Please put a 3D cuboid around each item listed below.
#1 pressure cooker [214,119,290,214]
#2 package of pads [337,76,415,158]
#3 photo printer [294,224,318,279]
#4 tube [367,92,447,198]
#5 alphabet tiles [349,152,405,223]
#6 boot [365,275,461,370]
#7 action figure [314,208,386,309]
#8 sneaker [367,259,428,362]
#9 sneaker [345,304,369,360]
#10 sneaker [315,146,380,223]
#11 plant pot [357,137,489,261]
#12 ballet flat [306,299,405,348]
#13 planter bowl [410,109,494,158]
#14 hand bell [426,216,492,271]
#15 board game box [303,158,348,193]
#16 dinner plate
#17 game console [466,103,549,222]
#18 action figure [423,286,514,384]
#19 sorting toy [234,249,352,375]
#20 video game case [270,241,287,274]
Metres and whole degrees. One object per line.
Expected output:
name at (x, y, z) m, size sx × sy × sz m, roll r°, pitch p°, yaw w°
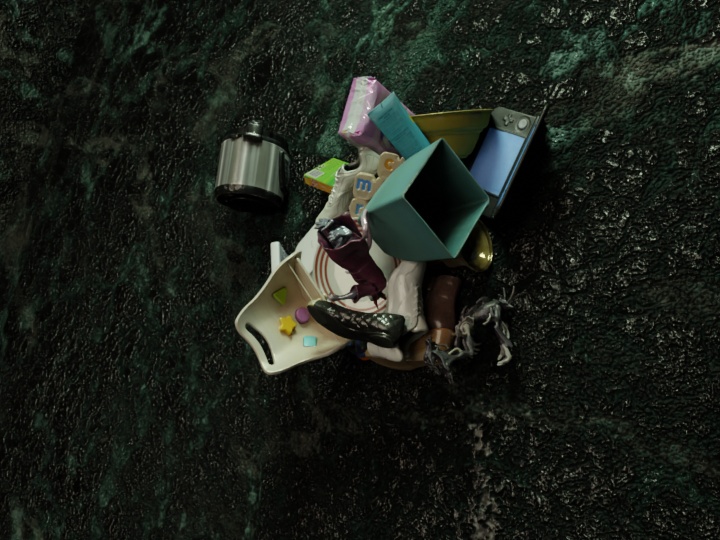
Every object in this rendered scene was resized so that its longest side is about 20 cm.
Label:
pressure cooker at (-0.258, -0.255, 1.605) m, size 0.172 × 0.176 × 0.207 m, roll -6°, pitch 73°, yaw 41°
package of pads at (0.043, -0.286, 1.342) m, size 0.074 × 0.198 × 0.124 m, roll 13°, pitch 82°, yaw 39°
photo printer at (-0.072, -0.045, 1.423) m, size 0.200 × 0.069 × 0.168 m, roll -47°, pitch 28°, yaw 20°
tube at (0.097, -0.222, 1.205) m, size 0.077 × 0.201 × 0.051 m, roll -29°, pitch 17°, yaw 41°
alphabet tiles at (0.078, -0.123, 1.286) m, size 0.193 × 0.015 × 0.201 m, roll 12°, pitch 115°, yaw 3°
boot at (0.103, 0.099, 1.276) m, size 0.196 × 0.072 × 0.171 m, roll -7°, pitch 60°, yaw 40°
action figure at (0.002, -0.018, 1.200) m, size 0.146 × 0.201 × 0.136 m, roll -24°, pitch 33°, yaw 24°
sneaker at (0.091, 0.074, 1.207) m, size 0.097 × 0.077 × 0.206 m, roll 18°, pitch 87°, yaw 36°
sneaker at (-0.009, 0.076, 1.354) m, size 0.074 × 0.078 × 0.206 m, roll -25°, pitch 62°, yaw 30°
sneaker at (-0.029, -0.162, 1.324) m, size 0.200 × 0.080 × 0.076 m, roll -45°, pitch 31°, yaw 19°
plant pot at (0.092, -0.107, 1.172) m, size 0.198 × 0.142 × 0.143 m, roll -13°, pitch 36°, yaw 56°
ballet flat at (-0.010, 0.089, 1.193) m, size 0.195 × 0.067 × 0.058 m, roll 15°, pitch 56°, yaw 26°
planter bowl at (0.159, -0.254, 1.269) m, size 0.196 × 0.198 × 0.086 m, roll 3°, pitch 104°, yaw 40°
hand bell at (0.146, -0.022, 1.267) m, size 0.198 × 0.102 × 0.108 m, roll -25°, pitch 60°, yaw 47°
board game box at (-0.029, -0.196, 1.454) m, size 0.095 × 0.031 × 0.197 m, roll -33°, pitch 38°, yaw -29°
dinner plate at (0.000, 0.000, 1.303) m, size 0.193 × 0.024 × 0.208 m, roll 0°, pitch 91°, yaw 15°
game console at (0.247, -0.204, 1.200) m, size 0.174 × 0.115 × 0.205 m, roll 29°, pitch 95°, yaw 41°
action figure at (0.202, 0.114, 1.149) m, size 0.197 × 0.104 × 0.118 m, roll -34°, pitch 14°, yaw -19°
sorting toy at (-0.139, 0.101, 1.266) m, size 0.203 × 0.178 × 0.107 m, roll 55°, pitch 150°, yaw 5°
video game case at (-0.155, 0.069, 1.422) m, size 0.022 × 0.183 × 0.206 m, roll -8°, pitch 68°, yaw 6°
